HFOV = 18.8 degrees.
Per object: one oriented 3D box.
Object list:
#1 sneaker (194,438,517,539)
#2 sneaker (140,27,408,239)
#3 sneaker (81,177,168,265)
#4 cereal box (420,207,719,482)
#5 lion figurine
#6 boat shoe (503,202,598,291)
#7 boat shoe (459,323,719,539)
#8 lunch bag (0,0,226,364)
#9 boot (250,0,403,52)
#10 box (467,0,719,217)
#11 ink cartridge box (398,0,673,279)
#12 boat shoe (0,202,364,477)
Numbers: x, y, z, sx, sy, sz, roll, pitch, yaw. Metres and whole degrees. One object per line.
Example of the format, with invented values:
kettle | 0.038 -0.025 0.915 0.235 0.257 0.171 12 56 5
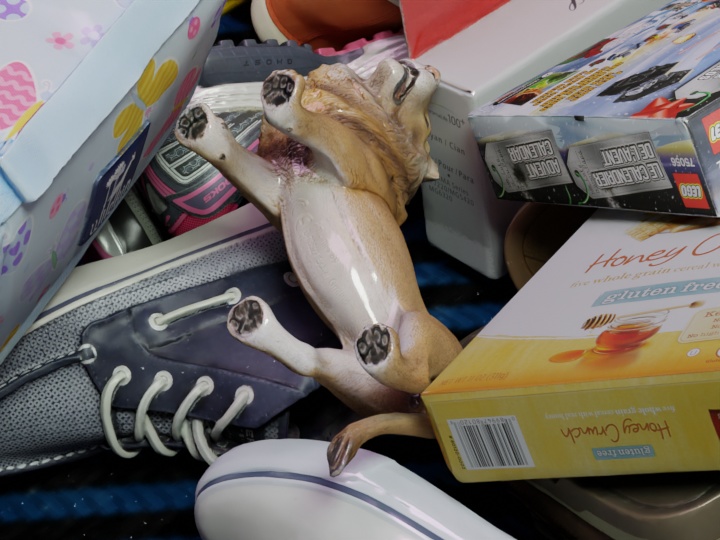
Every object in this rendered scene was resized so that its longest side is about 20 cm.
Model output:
sneaker | 0.014 0.116 0.717 0.199 0.074 0.071 19 45 32
sneaker | -0.004 -0.054 0.921 0.198 0.081 0.075 -9 77 -26
sneaker | -0.093 -0.061 0.957 0.087 0.074 0.201 -15 38 -3
cereal box | 0.128 0.001 0.732 0.143 0.040 0.200 -9 24 38
lion figurine | 0.000 0.000 0.780 0.072 0.122 0.201 -24 57 21
boat shoe | 0.147 -0.040 0.888 0.199 0.073 0.072 -28 10 -4
boat shoe | 0.084 0.073 0.758 0.072 0.068 0.200 -29 23 -7
lunch bag | -0.146 -0.049 0.792 0.199 0.127 0.170 -12 35 44
boot | 0.041 -0.127 0.979 0.199 0.076 0.107 -1 -21 -47
box | 0.156 -0.082 0.807 0.199 0.040 0.137 -30 17 -24
ink cartridge box | 0.101 -0.120 0.890 0.199 0.177 0.045 -34 43 -29
boat shoe | -0.073 0.044 0.827 0.199 0.075 0.093 -28 50 -14
